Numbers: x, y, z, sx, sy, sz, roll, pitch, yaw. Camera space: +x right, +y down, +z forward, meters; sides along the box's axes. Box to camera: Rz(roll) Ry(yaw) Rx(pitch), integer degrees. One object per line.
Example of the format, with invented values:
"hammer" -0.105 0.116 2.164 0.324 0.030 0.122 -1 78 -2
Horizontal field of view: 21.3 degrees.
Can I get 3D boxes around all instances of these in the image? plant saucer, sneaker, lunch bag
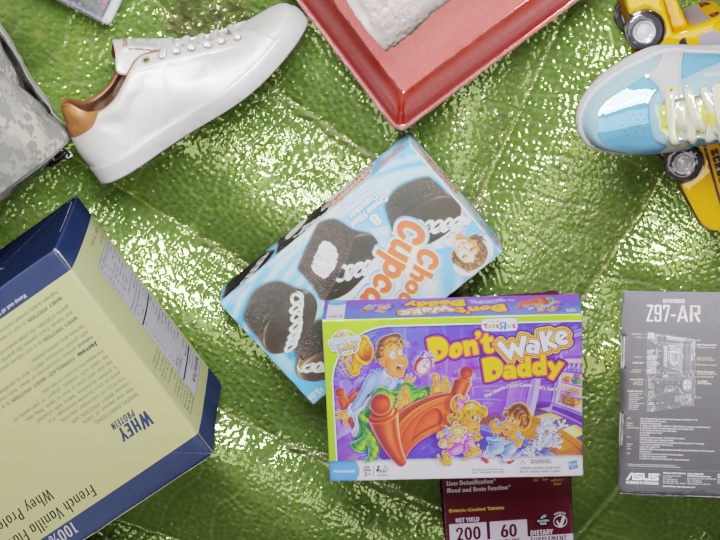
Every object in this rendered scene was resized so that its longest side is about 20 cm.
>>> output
"plant saucer" 0.048 -0.241 1.428 0.199 0.037 0.200 -36 105 11
"sneaker" -0.134 -0.152 1.424 0.199 0.073 0.085 -35 111 -2
"lunch bag" -0.325 -0.127 1.410 0.167 0.139 0.201 -34 109 -11
"sneaker" 0.257 -0.115 1.357 0.198 0.131 0.080 -14 111 1

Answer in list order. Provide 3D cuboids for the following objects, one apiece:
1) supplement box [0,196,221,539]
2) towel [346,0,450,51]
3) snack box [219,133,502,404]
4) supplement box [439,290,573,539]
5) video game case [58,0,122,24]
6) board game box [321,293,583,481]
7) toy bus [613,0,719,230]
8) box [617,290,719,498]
"supplement box" -0.245 0.093 1.490 0.199 0.134 0.200 -34 106 11
"towel" 0.015 -0.274 1.379 0.132 0.035 0.201 -33 107 11
"snack box" 0.000 0.000 1.512 0.200 0.037 0.116 -39 106 12
"supplement box" 0.114 0.123 1.545 0.108 0.061 0.202 -5 108 1
"video game case" -0.224 -0.310 1.407 0.181 0.023 0.201 26 106 -9
"board game box" 0.072 0.091 1.478 0.198 0.045 0.136 -2 109 3
"toy bus" 0.253 -0.133 1.453 0.078 0.065 0.202 -18 109 5
"box" 0.302 0.098 1.490 0.198 0.044 0.162 0 82 13
